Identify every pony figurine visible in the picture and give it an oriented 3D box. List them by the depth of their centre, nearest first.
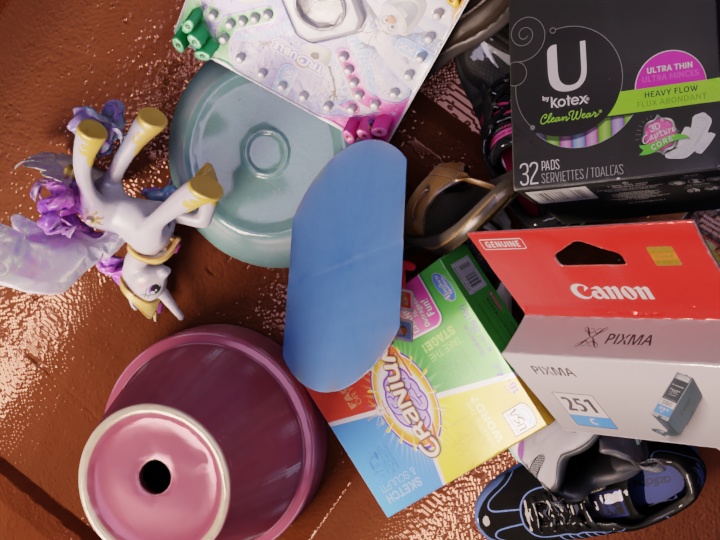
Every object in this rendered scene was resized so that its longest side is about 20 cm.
[{"bbox_3d":[-0.213,-0.049,1.099,0.192,0.167,0.201,26,137,-5],"label":"pony figurine"}]

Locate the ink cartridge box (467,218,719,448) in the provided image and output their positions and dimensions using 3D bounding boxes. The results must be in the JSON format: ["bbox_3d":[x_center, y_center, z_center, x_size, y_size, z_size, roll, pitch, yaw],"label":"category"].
[{"bbox_3d":[0.176,0.046,0.890,0.176,0.199,0.045,50,61,-27],"label":"ink cartridge box"}]

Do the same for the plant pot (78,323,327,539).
[{"bbox_3d":[-0.141,0.156,1.097,0.198,0.179,0.202,1,96,12],"label":"plant pot"}]

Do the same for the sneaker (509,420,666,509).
[{"bbox_3d":[0.209,0.103,1.030,0.077,0.140,0.201,31,104,-29],"label":"sneaker"}]

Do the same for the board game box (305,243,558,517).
[{"bbox_3d":[0.053,0.094,1.072,0.200,0.040,0.154,-39,82,41],"label":"board game box"}]

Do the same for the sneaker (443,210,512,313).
[{"bbox_3d":[0.092,0.046,1.088,0.073,0.080,0.202,-2,97,10],"label":"sneaker"}]

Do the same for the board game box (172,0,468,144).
[{"bbox_3d":[-0.032,-0.204,1.019,0.199,0.026,0.201,28,132,-4],"label":"board game box"}]

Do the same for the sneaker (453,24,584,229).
[{"bbox_3d":[0.128,-0.117,1.056,0.076,0.084,0.202,-26,80,14],"label":"sneaker"}]

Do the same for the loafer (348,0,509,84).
[{"bbox_3d":[0.058,-0.207,1.041,0.200,0.071,0.074,-41,48,30],"label":"loafer"}]

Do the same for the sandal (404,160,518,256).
[{"bbox_3d":[0.065,-0.056,1.032,0.082,0.200,0.055,-44,103,-17],"label":"sandal"}]

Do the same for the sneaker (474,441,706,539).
[{"bbox_3d":[0.184,0.184,1.080,0.198,0.078,0.071,-20,92,13],"label":"sneaker"}]

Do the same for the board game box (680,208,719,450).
[{"bbox_3d":[0.297,0.024,0.983,0.159,0.097,0.201,33,66,8],"label":"board game box"}]

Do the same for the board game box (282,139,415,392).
[{"bbox_3d":[0.000,0.000,1.046,0.157,0.039,0.202,-21,60,51],"label":"board game box"}]

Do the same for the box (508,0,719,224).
[{"bbox_3d":[0.190,-0.148,0.929,0.147,0.124,0.202,-5,79,24],"label":"box"}]

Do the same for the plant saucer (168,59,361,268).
[{"bbox_3d":[-0.077,-0.101,1.132,0.198,0.036,0.202,1,95,12],"label":"plant saucer"}]
